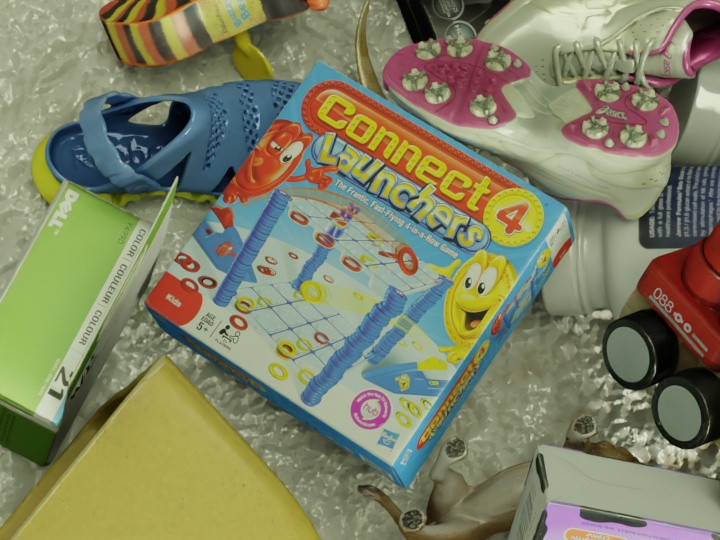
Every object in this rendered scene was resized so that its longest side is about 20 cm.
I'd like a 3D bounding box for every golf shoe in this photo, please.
[{"bbox_3d":[0.105,-0.086,1.452,0.199,0.092,0.076,20,54,21],"label":"golf shoe"},{"bbox_3d":[0.168,-0.154,1.499,0.199,0.076,0.092,-22,45,-7],"label":"golf shoe"}]

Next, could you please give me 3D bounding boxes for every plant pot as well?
[{"bbox_3d":[-0.121,0.201,1.352,0.200,0.195,0.195,41,69,-6],"label":"plant pot"}]

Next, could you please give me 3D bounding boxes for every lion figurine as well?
[{"bbox_3d":[0.101,0.148,1.464,0.198,0.123,0.073,-5,65,4],"label":"lion figurine"}]

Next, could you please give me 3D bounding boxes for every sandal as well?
[{"bbox_3d":[-0.114,-0.086,1.495,0.199,0.087,0.080,-14,74,-17],"label":"sandal"}]

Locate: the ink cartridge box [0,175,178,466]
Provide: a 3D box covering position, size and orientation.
[{"bbox_3d":[-0.181,0.018,1.385,0.075,0.200,0.149,27,69,-1],"label":"ink cartridge box"}]

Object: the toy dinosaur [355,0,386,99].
[{"bbox_3d":[0.023,-0.075,1.545,0.101,0.058,0.201,-33,88,-34],"label":"toy dinosaur"}]

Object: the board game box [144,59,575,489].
[{"bbox_3d":[0.000,0.000,1.438,0.199,0.056,0.196,31,78,19],"label":"board game box"}]

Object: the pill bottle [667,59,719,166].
[{"bbox_3d":[0.312,-0.088,1.567,0.198,0.111,0.112,15,70,-7],"label":"pill bottle"}]

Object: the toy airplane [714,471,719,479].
[{"bbox_3d":[0.307,0.155,1.470,0.198,0.141,0.201,32,66,-4],"label":"toy airplane"}]

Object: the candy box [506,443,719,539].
[{"bbox_3d":[0.163,0.222,1.397,0.166,0.072,0.201,12,115,-8],"label":"candy box"}]

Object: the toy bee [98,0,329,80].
[{"bbox_3d":[-0.073,-0.195,1.514,0.200,0.109,0.131,-48,125,0],"label":"toy bee"}]

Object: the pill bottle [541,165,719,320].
[{"bbox_3d":[0.221,-0.013,1.501,0.198,0.111,0.112,-1,71,14],"label":"pill bottle"}]

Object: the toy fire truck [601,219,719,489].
[{"bbox_3d":[0.267,0.023,1.348,0.128,0.201,0.176,-15,55,-39],"label":"toy fire truck"}]

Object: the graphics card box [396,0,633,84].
[{"bbox_3d":[0.135,-0.180,1.594,0.199,0.051,0.126,-17,77,-15],"label":"graphics card box"}]
